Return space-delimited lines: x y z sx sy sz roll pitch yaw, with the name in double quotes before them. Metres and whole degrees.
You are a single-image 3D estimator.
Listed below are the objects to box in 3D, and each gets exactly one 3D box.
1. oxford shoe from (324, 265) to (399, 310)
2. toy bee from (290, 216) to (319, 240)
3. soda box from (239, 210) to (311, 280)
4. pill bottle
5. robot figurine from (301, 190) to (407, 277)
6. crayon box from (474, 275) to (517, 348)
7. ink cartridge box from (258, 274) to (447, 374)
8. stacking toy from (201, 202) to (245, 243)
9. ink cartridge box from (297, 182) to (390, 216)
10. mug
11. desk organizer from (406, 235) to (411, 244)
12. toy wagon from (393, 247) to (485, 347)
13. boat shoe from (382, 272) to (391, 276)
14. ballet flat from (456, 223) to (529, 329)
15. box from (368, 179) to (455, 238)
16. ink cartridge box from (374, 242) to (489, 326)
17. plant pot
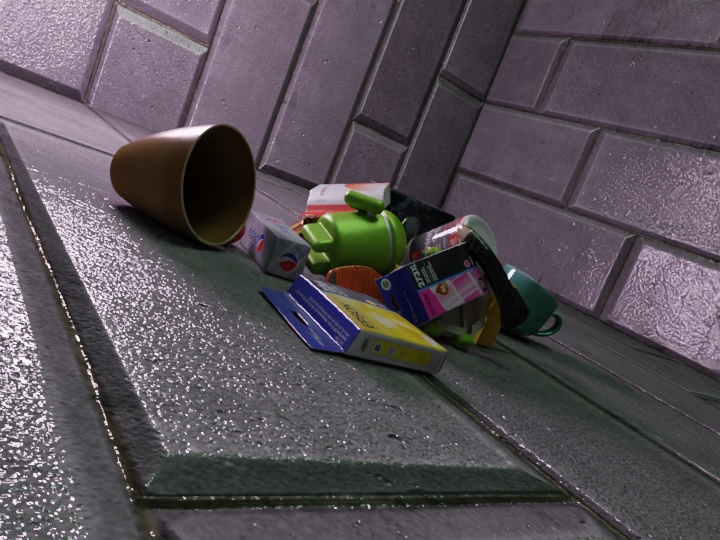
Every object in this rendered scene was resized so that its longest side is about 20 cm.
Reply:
"oxford shoe" 0.013 0.039 1.055 0.197 0.073 0.072 14 -16 -35
"toy bee" -0.097 -0.084 1.319 0.200 0.129 0.110 59 11 -76
"soda box" -0.151 -0.047 1.079 0.067 0.064 0.200 16 10 -27
"pill bottle" 0.159 -0.025 1.224 0.115 0.118 0.198 15 -26 -42
"robot figurine" -0.005 -0.045 1.091 0.197 0.178 0.116 -8 34 -26
"crayon box" 0.238 0.068 1.210 0.050 0.129 0.200 21 10 -9
"ink cartridge box" -0.014 0.064 0.837 0.198 0.048 0.197 21 9 -34
"stacking toy" -0.277 -0.111 1.122 0.199 0.086 0.085 34 13 29
"ink cartridge box" -0.030 -0.144 1.251 0.159 0.051 0.200 0 11 10
"mug" 0.376 0.088 1.443 0.184 0.115 0.152 40 0 20
"desk organizer" 0.071 -0.050 1.352 0.199 0.077 0.072 38 3 -17
"toy wagon" 0.131 0.040 1.064 0.197 0.158 0.039 18 -30 -25
"boat shoe" 0.000 0.000 1.194 0.197 0.069 0.072 23 11 11
"ballet flat" 0.220 0.007 1.076 0.202 0.056 0.066 60 6 12
"box" 0.086 -0.080 1.466 0.197 0.200 0.117 18 10 -29
"ink cartridge box" 0.121 0.025 1.019 0.198 0.096 0.037 -20 -8 -35
"plant pot" -0.302 -0.151 1.013 0.197 0.190 0.186 12 3 24
